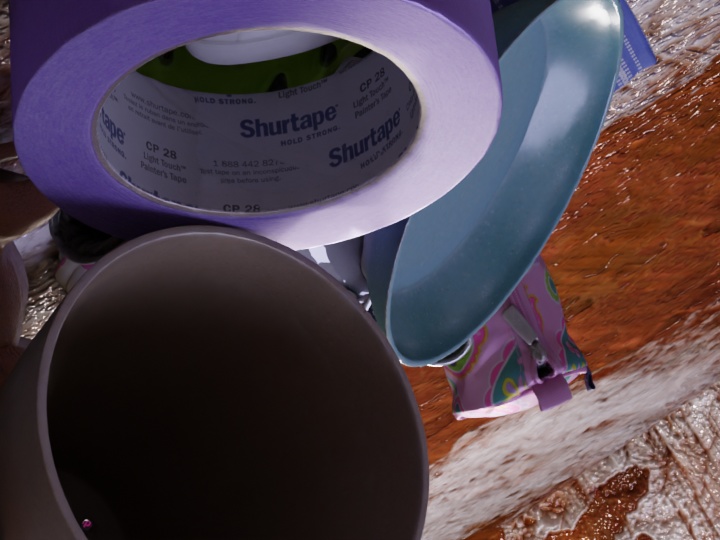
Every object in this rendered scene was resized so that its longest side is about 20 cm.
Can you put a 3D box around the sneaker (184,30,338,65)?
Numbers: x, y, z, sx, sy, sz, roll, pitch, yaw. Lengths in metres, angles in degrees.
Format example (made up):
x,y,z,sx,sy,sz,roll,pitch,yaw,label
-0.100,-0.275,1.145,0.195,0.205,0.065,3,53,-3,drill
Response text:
x,y,z,sx,sy,sz,roll,pitch,yaw,label
-0.005,-0.163,1.129,0.200,0.074,0.116,-23,148,10,sneaker

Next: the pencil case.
x,y,z,sx,sy,sz,roll,pitch,yaw,label
0.061,-0.016,1.487,0.087,0.201,0.087,-19,179,0,pencil case

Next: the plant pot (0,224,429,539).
x,y,z,sx,sy,sz,roll,pitch,yaw,label
-0.100,0.104,1.197,0.187,0.188,0.200,-21,171,-38,plant pot

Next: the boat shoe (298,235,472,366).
x,y,z,sx,sy,sz,roll,pitch,yaw,label
0.000,0.000,1.328,0.072,0.069,0.200,-36,151,5,boat shoe

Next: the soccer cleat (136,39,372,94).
x,y,z,sx,sy,sz,roll,pitch,yaw,label
-0.027,-0.104,1.266,0.200,0.068,0.081,-28,166,-28,soccer cleat

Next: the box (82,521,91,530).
x,y,z,sx,sy,sz,roll,pitch,yaw,label
-0.163,0.125,1.498,0.115,0.132,0.200,-63,-168,-21,box

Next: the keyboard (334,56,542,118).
x,y,z,sx,sy,sz,roll,pitch,yaw,label
0.037,-0.069,1.305,0.056,0.011,0.200,-49,152,23,keyboard

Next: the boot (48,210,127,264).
x,y,z,sx,sy,sz,roll,pitch,yaw,label
-0.042,-0.076,1.357,0.200,0.073,0.182,-10,154,-40,boot

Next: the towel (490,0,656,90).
x,y,z,sx,sy,sz,roll,pitch,yaw,label
0.048,-0.081,1.350,0.200,0.024,0.145,-36,152,5,towel

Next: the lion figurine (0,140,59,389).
x,y,z,sx,sy,sz,roll,pitch,yaw,label
-0.178,0.009,1.268,0.122,0.201,0.072,0,-164,-21,lion figurine

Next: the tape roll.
x,y,z,sx,sy,sz,roll,pitch,yaw,label
-0.044,-0.084,1.111,0.199,0.066,0.200,-4,149,-3,tape roll

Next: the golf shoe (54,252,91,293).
x,y,z,sx,sy,sz,roll,pitch,yaw,label
-0.117,0.028,1.491,0.075,0.092,0.200,-28,165,-8,golf shoe

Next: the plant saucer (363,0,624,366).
x,y,z,sx,sy,sz,roll,pitch,yaw,label
0.056,-0.051,1.265,0.200,0.036,0.200,-48,156,-29,plant saucer
